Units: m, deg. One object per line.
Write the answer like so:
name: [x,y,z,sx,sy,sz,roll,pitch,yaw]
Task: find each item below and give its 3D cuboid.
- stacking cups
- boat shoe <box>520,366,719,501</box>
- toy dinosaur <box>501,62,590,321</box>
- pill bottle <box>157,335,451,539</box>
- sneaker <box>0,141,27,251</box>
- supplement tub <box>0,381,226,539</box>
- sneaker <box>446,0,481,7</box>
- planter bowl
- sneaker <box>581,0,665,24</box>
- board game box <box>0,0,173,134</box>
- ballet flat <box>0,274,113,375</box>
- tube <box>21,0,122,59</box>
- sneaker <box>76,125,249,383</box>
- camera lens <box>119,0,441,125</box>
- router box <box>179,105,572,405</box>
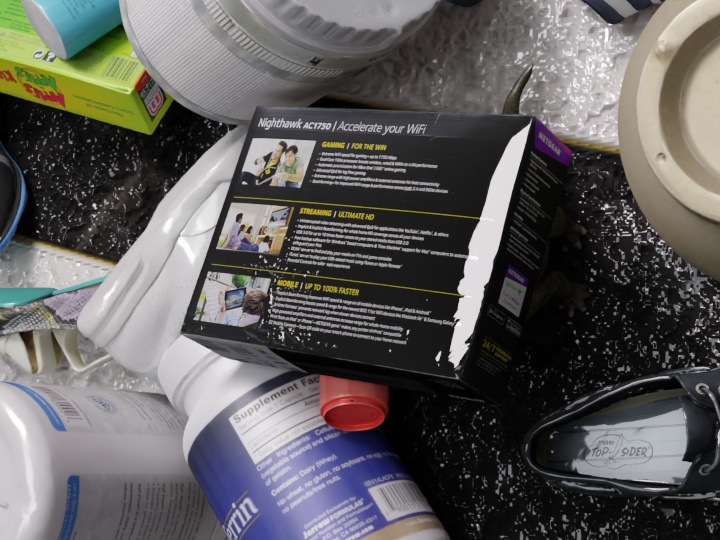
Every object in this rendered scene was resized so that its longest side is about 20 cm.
stacking cups: [0.000,0.000,0.932,0.060,0.060,0.201,-20,56,27]
boat shoe: [0.179,0.090,0.842,0.198,0.066,0.075,-4,81,30]
toy dinosaur: [0.089,-0.022,0.891,0.077,0.102,0.201,18,94,31]
pill bottle: [-0.039,0.121,0.939,0.116,0.116,0.200,-42,64,19]
sneaker: [-0.306,-0.099,1.145,0.071,0.083,0.201,-23,72,26]
supplement tub: [-0.184,0.139,0.972,0.131,0.200,0.133,-5,80,30]
sneaker: [0.038,-0.254,0.981,0.078,0.066,0.201,-23,72,39]
planter bowl: [0.217,-0.081,0.790,0.199,0.135,0.201,0,90,29]
sneaker: [0.131,-0.239,0.885,0.108,0.070,0.201,-28,97,28]
board game box: [-0.212,-0.170,1.081,0.199,0.048,0.102,17,62,23]
ballet flat: [-0.217,0.040,1.085,0.199,0.072,0.072,-7,80,31]
tube: [-0.135,-0.218,1.039,0.200,0.050,0.077,-37,64,-16]
sneaker: [-0.097,-0.015,1.017,0.200,0.088,0.075,-53,15,-13]
camera lens: [-0.048,-0.184,0.926,0.200,0.159,0.161,-20,70,62]
router box: [0.006,-0.014,0.857,0.199,0.051,0.150,7,73,37]
